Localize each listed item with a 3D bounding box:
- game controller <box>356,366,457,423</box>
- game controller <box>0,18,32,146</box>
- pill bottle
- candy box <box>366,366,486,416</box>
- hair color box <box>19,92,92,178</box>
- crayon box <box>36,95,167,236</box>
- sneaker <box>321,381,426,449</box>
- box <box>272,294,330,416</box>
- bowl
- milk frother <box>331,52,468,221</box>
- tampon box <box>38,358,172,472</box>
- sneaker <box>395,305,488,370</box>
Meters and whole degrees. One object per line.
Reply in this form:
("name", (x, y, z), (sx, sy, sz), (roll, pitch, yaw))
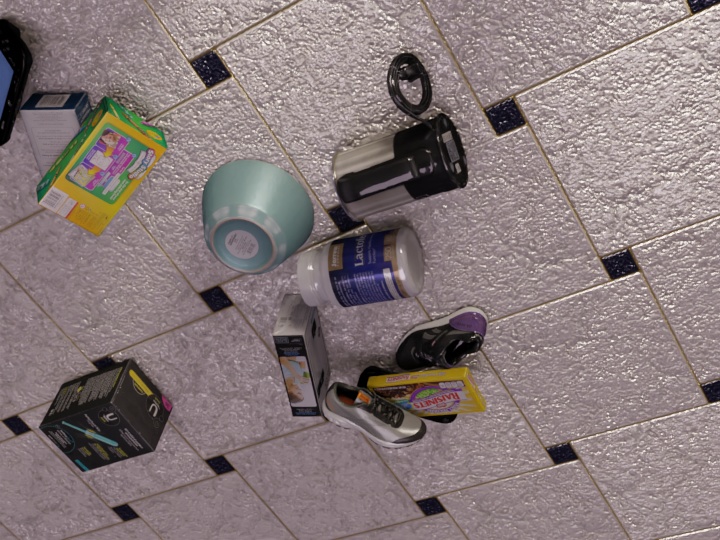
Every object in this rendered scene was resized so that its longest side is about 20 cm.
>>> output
("game controller", (0.091, 0.234, 1.872), (0.197, 0.043, 0.105), (16, 150, 0))
("game controller", (-0.572, -0.298, 1.592), (0.042, 0.105, 0.201), (-6, 143, -38))
("pill bottle", (0.000, 0.000, 1.677), (0.197, 0.117, 0.117), (-10, 126, 19))
("candy box", (0.119, 0.223, 1.796), (0.197, 0.027, 0.103), (-9, 133, 29))
("hair color box", (-0.487, -0.195, 1.668), (0.098, 0.061, 0.202), (1, 128, 10))
("crayon box", (-0.420, -0.166, 1.616), (0.118, 0.059, 0.200), (31, 109, -36))
("sneaker", (0.025, 0.259, 1.799), (0.197, 0.074, 0.080), (18, 137, 7))
("box", (-0.105, 0.157, 1.827), (0.059, 0.117, 0.202), (-1, 126, 10))
("bowl", (-0.183, -0.073, 1.669), (0.197, 0.106, 0.203), (6, 129, 7))
("milk frother", (0.040, -0.200, 1.516), (0.186, 0.180, 0.204), (-16, 80, 23))
("tampon box", (-0.514, 0.295, 2.021), (0.197, 0.127, 0.151), (-19, 123, 24))
("sneaker", (0.136, 0.139, 1.774), (0.199, 0.088, 0.076), (-32, 116, 32))
